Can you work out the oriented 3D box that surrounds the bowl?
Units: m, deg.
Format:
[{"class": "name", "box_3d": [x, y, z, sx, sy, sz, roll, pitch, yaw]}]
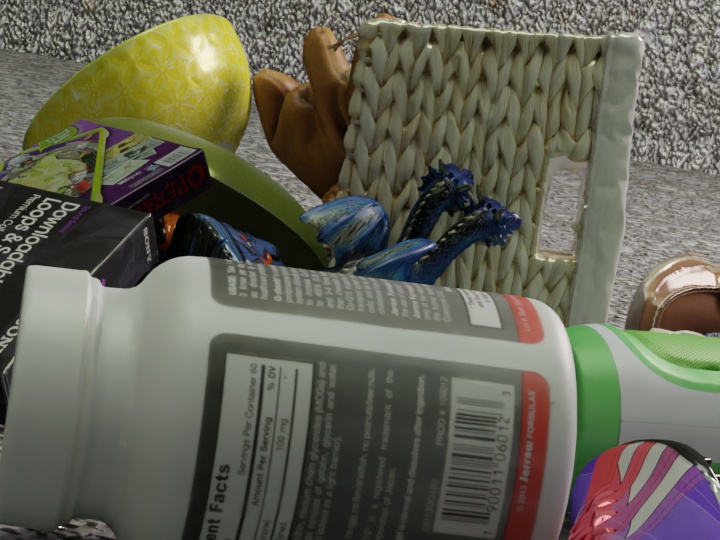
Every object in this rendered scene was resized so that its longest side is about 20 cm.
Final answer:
[{"class": "bowl", "box_3d": [-0.158, -0.101, 1.544, 0.108, 0.200, 0.200, 57, 25, 12]}]

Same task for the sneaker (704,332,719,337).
[{"class": "sneaker", "box_3d": [0.248, 0.062, 1.075, 0.075, 0.079, 0.200, 6, 9, -21]}]

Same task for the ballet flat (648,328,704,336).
[{"class": "ballet flat", "box_3d": [0.144, 0.064, 1.007, 0.069, 0.070, 0.200, 12, 10, 22]}]

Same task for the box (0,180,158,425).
[{"class": "box", "box_3d": [-0.219, 0.001, 0.947, 0.199, 0.036, 0.143, 13, 38, 18]}]

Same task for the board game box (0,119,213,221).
[{"class": "board game box", "box_3d": [-0.192, -0.022, 1.050, 0.200, 0.032, 0.120, -33, 37, -33]}]

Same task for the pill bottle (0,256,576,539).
[{"class": "pill bottle", "box_3d": [-0.030, 0.056, 0.716, 0.199, 0.116, 0.116, 8, 9, -9]}]

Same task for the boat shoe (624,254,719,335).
[{"class": "boat shoe", "box_3d": [0.248, 0.032, 1.290, 0.072, 0.076, 0.200, 19, 15, 39]}]

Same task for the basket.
[{"class": "basket", "box_3d": [0.076, -0.042, 1.137, 0.160, 0.199, 0.200, 8, 1, 7]}]

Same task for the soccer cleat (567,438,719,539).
[{"class": "soccer cleat", "box_3d": [0.101, 0.107, 0.699, 0.073, 0.068, 0.200, 3, 12, -12]}]

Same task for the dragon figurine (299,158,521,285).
[{"class": "dragon figurine", "box_3d": [0.000, 0.000, 0.978, 0.059, 0.100, 0.200, 38, 32, 30]}]

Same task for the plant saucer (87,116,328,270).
[{"class": "plant saucer", "box_3d": [-0.105, -0.042, 1.219, 0.199, 0.031, 0.200, 22, -19, 8]}]

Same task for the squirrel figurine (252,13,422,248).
[{"class": "squirrel figurine", "box_3d": [0.018, -0.101, 1.496, 0.141, 0.201, 0.187, -5, -5, -23]}]

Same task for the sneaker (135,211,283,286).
[{"class": "sneaker", "box_3d": [-0.074, 0.004, 1.104, 0.078, 0.076, 0.200, 9, 10, -18]}]

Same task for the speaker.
[{"class": "speaker", "box_3d": [0.172, 0.072, 0.873, 0.199, 0.089, 0.088, 6, 9, -21]}]
